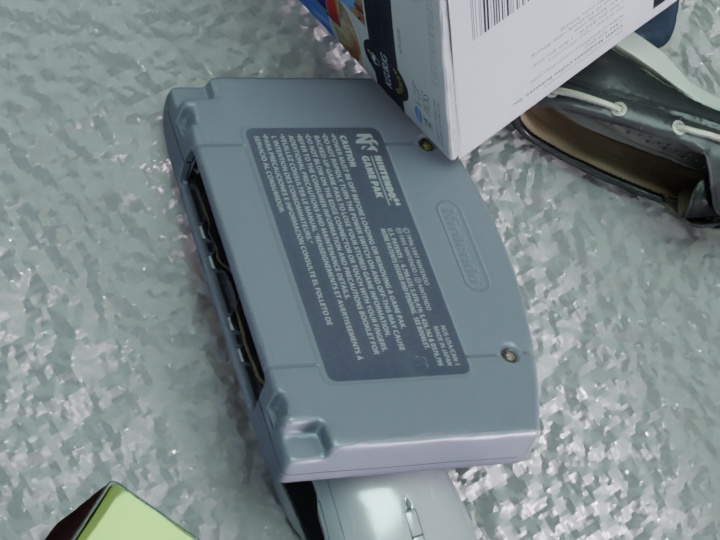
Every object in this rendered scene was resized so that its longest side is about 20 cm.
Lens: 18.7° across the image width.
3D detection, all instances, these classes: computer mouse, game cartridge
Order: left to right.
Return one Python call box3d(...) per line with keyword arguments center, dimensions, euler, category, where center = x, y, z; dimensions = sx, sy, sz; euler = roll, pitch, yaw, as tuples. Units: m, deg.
box3d(center=(0.000, 0.000, 0.942), dimensions=(0.132, 0.041, 0.201), euler=(-4, 53, -22), category="game cartridge")
box3d(center=(0.020, 0.128, 0.911), dimensions=(0.109, 0.044, 0.201), euler=(-19, 76, -29), category="computer mouse")

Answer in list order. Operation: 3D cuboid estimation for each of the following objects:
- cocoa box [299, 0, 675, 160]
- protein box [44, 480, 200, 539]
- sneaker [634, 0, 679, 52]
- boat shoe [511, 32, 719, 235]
box3d(center=(0.074, -0.177, 0.969), dimensions=(0.199, 0.134, 0.131), euler=(-36, 63, -14), category="cocoa box")
box3d(center=(-0.053, 0.188, 0.741), dimensions=(0.198, 0.200, 0.135), euler=(36, 75, -4), category="protein box")
box3d(center=(0.133, -0.204, 1.093), dimensions=(0.074, 0.085, 0.202), euler=(4, 66, -22), category="sneaker")
box3d(center=(0.163, -0.051, 1.042), dimensions=(0.199, 0.074, 0.061), euler=(31, 58, -5), category="boat shoe")
